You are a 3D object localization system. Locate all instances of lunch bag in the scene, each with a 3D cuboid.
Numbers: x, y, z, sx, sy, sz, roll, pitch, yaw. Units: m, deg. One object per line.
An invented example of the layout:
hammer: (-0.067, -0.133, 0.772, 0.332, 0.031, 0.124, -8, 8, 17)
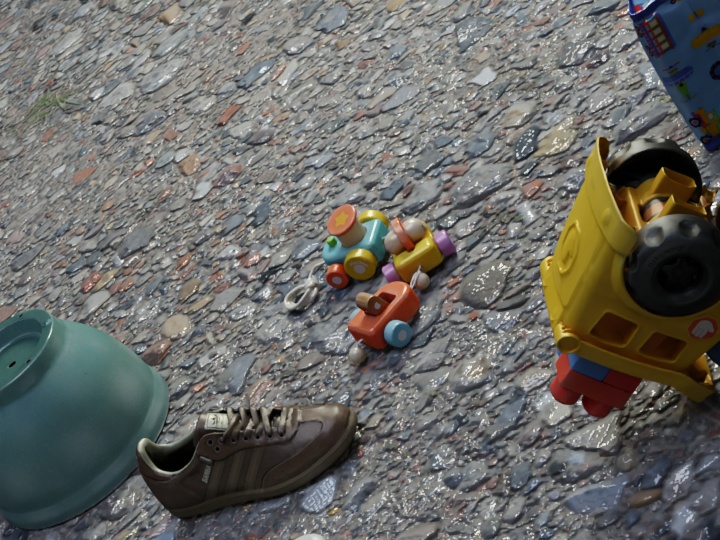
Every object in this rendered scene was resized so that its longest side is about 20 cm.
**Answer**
lunch bag: (0.277, -0.223, 1.577, 0.094, 0.151, 0.200, -31, 30, 9)

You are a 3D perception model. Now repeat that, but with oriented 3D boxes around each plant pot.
plant pot: (-0.299, 0.123, 1.720, 0.200, 0.134, 0.201, -27, 30, 17)

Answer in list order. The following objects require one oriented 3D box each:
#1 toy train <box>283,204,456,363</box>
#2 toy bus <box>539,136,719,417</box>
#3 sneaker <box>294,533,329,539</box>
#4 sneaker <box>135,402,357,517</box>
toy train: (0.000, 0.000, 1.654, 0.150, 0.056, 0.200, -45, 31, -15)
toy bus: (0.224, 0.028, 1.301, 0.136, 0.199, 0.193, -96, 28, -57)
sneaker: (-0.108, 0.258, 1.384, 0.200, 0.080, 0.070, -35, 28, 1)
sneaker: (-0.100, 0.148, 1.530, 0.199, 0.076, 0.071, -25, 32, 21)
